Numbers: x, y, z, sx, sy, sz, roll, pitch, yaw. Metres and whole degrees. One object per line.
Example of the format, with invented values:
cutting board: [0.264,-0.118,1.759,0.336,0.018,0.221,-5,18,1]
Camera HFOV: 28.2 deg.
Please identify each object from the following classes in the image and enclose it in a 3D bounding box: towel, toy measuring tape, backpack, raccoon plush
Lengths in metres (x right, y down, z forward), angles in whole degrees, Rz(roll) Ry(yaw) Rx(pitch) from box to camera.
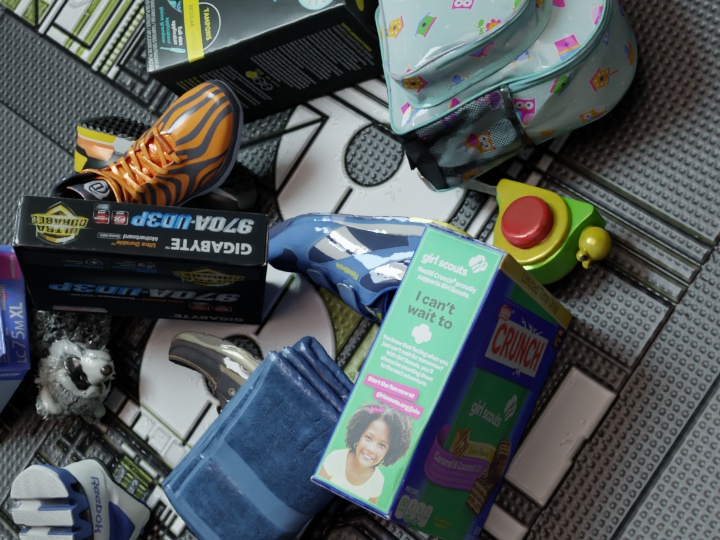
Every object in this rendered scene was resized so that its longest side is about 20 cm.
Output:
towel: [-0.072,0.152,1.127,0.112,0.048,0.200,46,122,9]
toy measuring tape: [0.112,-0.034,1.138,0.199,0.073,0.074,19,82,41]
backpack: [0.113,-0.184,1.135,0.198,0.154,0.177,-16,48,13]
raccoon plush: [-0.281,0.065,1.326,0.199,0.096,0.136,6,89,61]

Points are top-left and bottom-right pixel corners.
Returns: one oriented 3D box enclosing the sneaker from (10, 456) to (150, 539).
sneaker: [-0.222,0.246,1.212,0.080,0.115,0.202,1,102,30]

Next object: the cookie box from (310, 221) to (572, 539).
cookie box: [0.066,0.089,1.055,0.075,0.171,0.202,21,83,29]

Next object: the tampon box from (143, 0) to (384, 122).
tampon box: [-0.078,-0.242,1.275,0.198,0.126,0.152,-16,66,22]

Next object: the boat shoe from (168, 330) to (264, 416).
boat shoe: [-0.090,0.109,1.190,0.199,0.074,0.074,21,83,33]

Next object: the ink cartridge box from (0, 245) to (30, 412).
ink cartridge box: [-0.335,0.059,1.297,0.200,0.042,0.121,133,132,-54]

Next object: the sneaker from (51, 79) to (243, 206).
sneaker: [-0.185,-0.079,1.211,0.078,0.112,0.200,51,120,13]

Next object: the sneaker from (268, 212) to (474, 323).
sneaker: [0.000,0.000,1.181,0.198,0.074,0.083,3,78,32]

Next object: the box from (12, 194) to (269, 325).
box: [-0.176,-0.005,1.179,0.197,0.159,0.047,4,70,-5]

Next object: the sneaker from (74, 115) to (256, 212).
sneaker: [-0.181,-0.074,1.319,0.199,0.070,0.091,23,114,24]
